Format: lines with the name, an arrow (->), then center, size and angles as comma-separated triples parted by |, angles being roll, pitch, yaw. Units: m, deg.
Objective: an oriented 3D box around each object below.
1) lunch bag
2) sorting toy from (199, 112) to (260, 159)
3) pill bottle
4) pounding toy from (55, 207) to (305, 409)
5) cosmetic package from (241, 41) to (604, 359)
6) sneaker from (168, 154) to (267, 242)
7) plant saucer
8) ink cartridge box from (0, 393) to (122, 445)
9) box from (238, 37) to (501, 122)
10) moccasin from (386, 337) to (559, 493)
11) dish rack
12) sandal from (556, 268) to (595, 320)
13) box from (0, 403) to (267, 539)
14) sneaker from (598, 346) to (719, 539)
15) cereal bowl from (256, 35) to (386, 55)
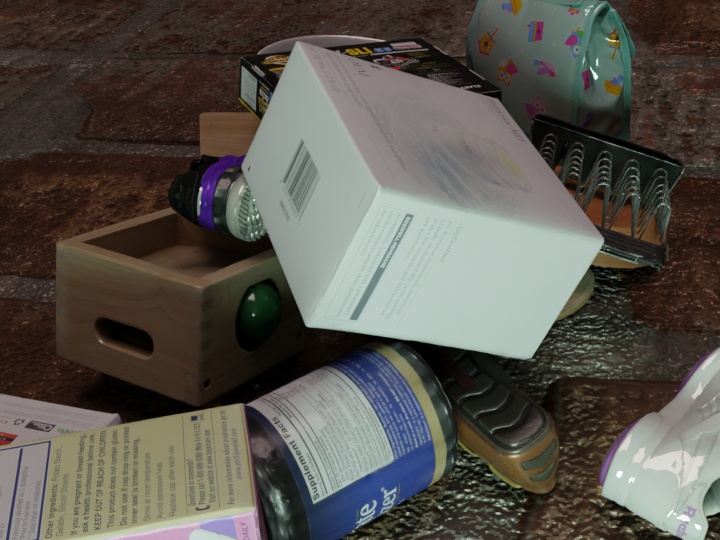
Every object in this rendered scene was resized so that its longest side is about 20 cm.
lunch bag -> 0.207, -0.211, 1.240 | 0.121, 0.203, 0.169 | -26, 35, -31
sorting toy -> -0.072, -0.101, 1.214 | 0.197, 0.071, 0.200 | -1, 29, -8
pill bottle -> -0.039, 0.134, 0.784 | 0.198, 0.113, 0.111 | -24, 35, -27
pounding toy -> -0.140, 0.052, 0.949 | 0.198, 0.144, 0.183 | 15, 22, 28
cosmetic package -> 0.041, -0.053, 0.855 | 0.198, 0.124, 0.200 | 11, 33, -31
sneaker -> -0.102, -0.076, 0.999 | 0.098, 0.071, 0.200 | 10, 12, 19
plant saucer -> 0.201, -0.064, 1.097 | 0.197, 0.033, 0.201 | 14, 25, -6
ink cartridge box -> -0.291, 0.166, 0.793 | 0.197, 0.085, 0.176 | 7, 28, 21
box -> 0.007, -0.160, 1.041 | 0.197, 0.050, 0.160 | -11, 31, -24
moccasin -> 0.085, 0.096, 0.875 | 0.073, 0.078, 0.201 | -35, 42, -17
dish rack -> 0.213, -0.070, 1.016 | 0.151, 0.055, 0.200 | 18, 26, 6
sandal -> 0.130, 0.010, 1.005 | 0.210, 0.071, 0.077 | -23, 34, -27
box -> -0.146, 0.190, 0.642 | 0.197, 0.178, 0.097 | -9, 29, -6
sneaker -> 0.257, 0.123, 0.809 | 0.099, 0.076, 0.199 | 34, 52, 30
cereal bowl -> -0.018, -0.181, 1.205 | 0.197, 0.084, 0.201 | 4, 28, -2
